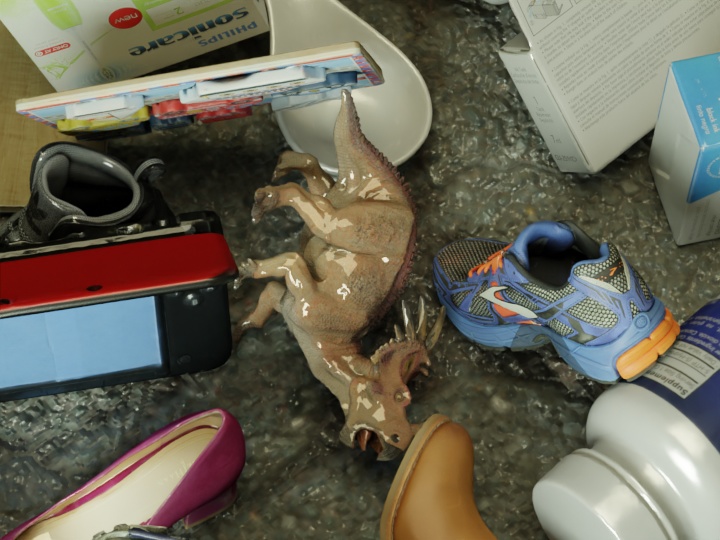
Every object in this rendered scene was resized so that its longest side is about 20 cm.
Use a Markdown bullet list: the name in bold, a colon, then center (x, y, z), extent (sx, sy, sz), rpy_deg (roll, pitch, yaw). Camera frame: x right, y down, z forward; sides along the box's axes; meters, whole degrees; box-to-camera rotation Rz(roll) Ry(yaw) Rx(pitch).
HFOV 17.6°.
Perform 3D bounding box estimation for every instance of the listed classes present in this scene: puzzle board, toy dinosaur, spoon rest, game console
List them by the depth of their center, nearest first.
- **game console**: center (-0.167, 0.040, 1.305), extent (0.198, 0.173, 0.119), rpy_deg (-8, 44, -6)
- **toy dinosaur**: center (0.000, 0.000, 1.369), extent (0.135, 0.086, 0.201), rpy_deg (14, 93, 4)
- **puzzle board**: center (-0.090, -0.103, 1.380), extent (0.198, 0.151, 0.018), rpy_deg (-10, 88, 6)
- **spoon rest**: center (-0.031, -0.141, 1.490), extent (0.099, 0.061, 0.200), rpy_deg (-28, 63, -16)
- **puzzle board**: center (-0.235, -0.123, 1.501), extent (0.149, 0.017, 0.201), rpy_deg (0, 59, 0)

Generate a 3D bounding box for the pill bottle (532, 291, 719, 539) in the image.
- **pill bottle**: center (0.199, 0.095, 1.323), extent (0.200, 0.120, 0.120), rpy_deg (-38, 67, -20)

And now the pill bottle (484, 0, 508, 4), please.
- **pill bottle**: center (0.066, -0.248, 1.526), extent (0.199, 0.109, 0.109), rpy_deg (31, 64, 16)

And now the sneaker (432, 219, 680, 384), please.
- **sneaker**: center (0.107, 0.002, 1.361), extent (0.075, 0.079, 0.199), rpy_deg (-37, 27, -24)

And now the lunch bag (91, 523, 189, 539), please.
- **lunch bag**: center (-0.083, 0.230, 1.193), extent (0.167, 0.200, 0.139), rpy_deg (33, 64, 16)

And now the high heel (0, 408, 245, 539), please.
- **high heel**: center (-0.152, 0.143, 1.301), extent (0.199, 0.096, 0.068), rpy_deg (-23, 63, -14)

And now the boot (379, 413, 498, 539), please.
- **boot**: center (0.087, 0.178, 1.273), extent (0.154, 0.077, 0.201), rpy_deg (0, 63, 22)

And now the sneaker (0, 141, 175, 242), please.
- **sneaker**: center (-0.202, -0.015, 1.381), extent (0.199, 0.114, 0.076), rpy_deg (-21, 62, -13)

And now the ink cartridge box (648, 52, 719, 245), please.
- **ink cartridge box**: center (0.287, -0.089, 1.434), extent (0.198, 0.116, 0.068), rpy_deg (-12, 61, -7)

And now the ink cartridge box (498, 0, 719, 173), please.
- **ink cartridge box**: center (0.170, -0.188, 1.470), extent (0.200, 0.045, 0.177), rpy_deg (-37, 111, -21)

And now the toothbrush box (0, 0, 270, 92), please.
- **toothbrush box**: center (-0.158, -0.207, 1.407), extent (0.145, 0.200, 0.087), rpy_deg (-18, 60, 9)
